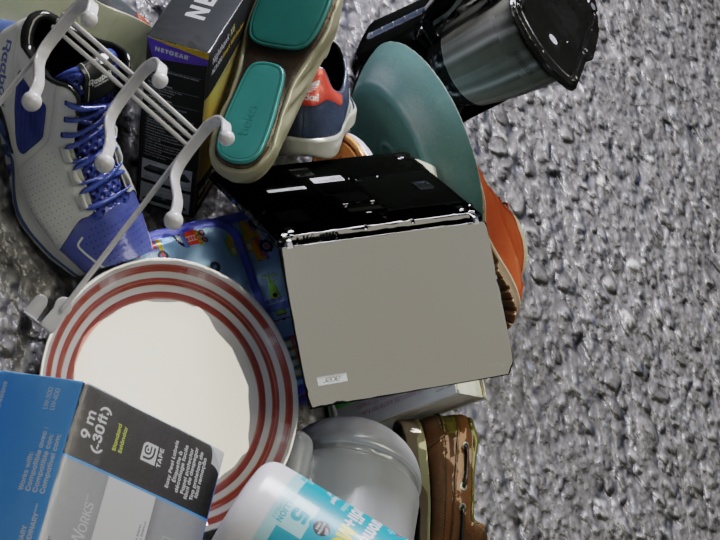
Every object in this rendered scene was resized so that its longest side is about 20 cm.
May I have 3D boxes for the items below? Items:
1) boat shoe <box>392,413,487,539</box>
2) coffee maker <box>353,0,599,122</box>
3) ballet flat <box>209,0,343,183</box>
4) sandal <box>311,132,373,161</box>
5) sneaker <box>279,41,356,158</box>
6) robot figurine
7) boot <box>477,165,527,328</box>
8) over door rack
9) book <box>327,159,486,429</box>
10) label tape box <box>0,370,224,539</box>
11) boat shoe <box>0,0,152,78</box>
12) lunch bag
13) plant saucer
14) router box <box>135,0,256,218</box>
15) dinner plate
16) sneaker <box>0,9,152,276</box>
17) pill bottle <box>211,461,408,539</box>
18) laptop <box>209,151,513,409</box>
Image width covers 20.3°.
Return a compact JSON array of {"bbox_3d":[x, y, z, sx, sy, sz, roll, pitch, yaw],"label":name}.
[{"bbox_3d":[0.070,0.215,1.602,0.068,0.072,0.201,-6,99,-14],"label":"boat shoe"},{"bbox_3d":[0.112,-0.206,1.848,0.192,0.199,0.135,-33,99,-55],"label":"coffee maker"},{"bbox_3d":[-0.060,-0.154,1.518,0.069,0.069,0.201,34,74,-38],"label":"ballet flat"},{"bbox_3d":[-0.002,-0.029,1.606,0.059,0.079,0.207,18,36,-52],"label":"sandal"},{"bbox_3d":[-0.038,-0.155,1.640,0.200,0.074,0.085,-98,-170,-71],"label":"sneaker"},{"bbox_3d":[-0.015,0.193,1.514,0.170,0.112,0.201,53,35,-40],"label":"robot figurine"},{"bbox_3d":[0.101,-0.052,1.851,0.201,0.075,0.107,68,28,-23],"label":"boot"},{"bbox_3d":[-0.197,-0.062,1.348,0.148,0.200,0.067,41,4,-32],"label":"over door rack"},{"bbox_3d":[0.017,0.026,1.640,0.048,0.133,0.201,15,60,-55],"label":"book"},{"bbox_3d":[-0.192,0.152,1.310,0.200,0.066,0.144,33,63,-42],"label":"label tape box"},{"bbox_3d":[-0.230,-0.203,1.508,0.200,0.071,0.063,31,5,-38],"label":"boat shoe"},{"bbox_3d":[-0.102,0.037,1.532,0.199,0.094,0.151,-12,79,-40],"label":"lunch bag"},{"bbox_3d":[0.039,-0.096,1.729,0.036,0.200,0.201,-21,87,-21],"label":"plant saucer"},{"bbox_3d":[-0.114,-0.163,1.565,0.052,0.158,0.200,16,42,8],"label":"router box"},{"bbox_3d":[-0.138,0.090,1.439,0.199,0.024,0.201,7,74,-25],"label":"dinner plate"},{"bbox_3d":[-0.203,-0.098,1.414,0.080,0.115,0.200,-29,95,-37],"label":"sneaker"},{"bbox_3d":[-0.007,0.225,1.372,0.199,0.111,0.111,30,37,6],"label":"pill bottle"},{"bbox_3d":[0.000,0.000,1.522,0.176,0.200,0.104,-7,119,-27],"label":"laptop"}]
